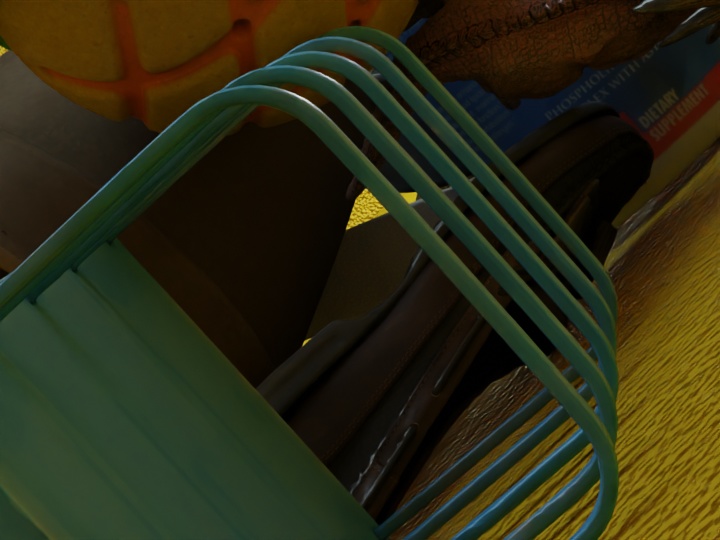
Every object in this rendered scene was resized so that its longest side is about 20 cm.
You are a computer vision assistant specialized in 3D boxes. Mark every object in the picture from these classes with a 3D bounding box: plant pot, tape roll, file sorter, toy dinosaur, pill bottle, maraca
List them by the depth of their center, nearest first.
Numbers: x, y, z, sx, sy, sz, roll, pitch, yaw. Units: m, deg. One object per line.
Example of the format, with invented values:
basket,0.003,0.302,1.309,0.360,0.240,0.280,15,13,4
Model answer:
file sorter,-0.013,0.022,0.558,0.123,0.139,0.200,-42,3,12
maraca,-0.064,-0.096,0.664,0.200,0.107,0.137,-4,-21,-37
toy dinosaur,0.073,-0.091,0.711,0.200,0.086,0.136,-30,18,-1
plant pot,-0.085,-0.023,0.798,0.175,0.200,0.200,-57,7,-27
pill bottle,0.052,-0.114,0.840,0.112,0.200,0.112,-43,4,4
tape roll,0.000,0.000,0.955,0.203,0.037,0.203,-23,-1,0

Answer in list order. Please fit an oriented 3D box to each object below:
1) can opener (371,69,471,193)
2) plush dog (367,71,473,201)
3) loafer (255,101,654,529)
can opener,0.070,-0.070,0.934,0.200,0.067,0.053,-7,-8,-29
plush dog,0.022,-0.091,1.023,0.200,0.160,0.172,-47,-13,15
loafer,0.039,0.024,0.729,0.200,0.063,0.072,-42,-29,-22
